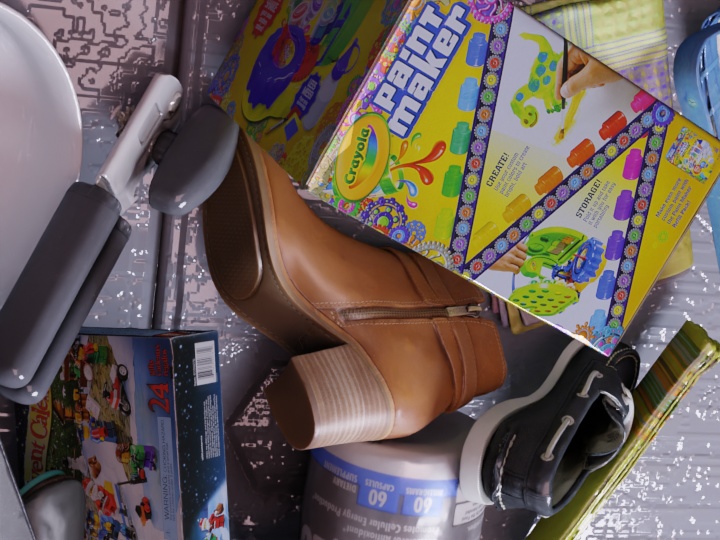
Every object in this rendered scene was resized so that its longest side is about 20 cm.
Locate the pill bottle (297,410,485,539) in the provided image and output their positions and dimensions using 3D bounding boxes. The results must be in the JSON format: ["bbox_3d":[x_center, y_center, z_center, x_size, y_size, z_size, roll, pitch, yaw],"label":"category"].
[{"bbox_3d":[0.013,0.189,0.909,0.112,0.114,0.203,4,104,-18],"label":"pill bottle"}]

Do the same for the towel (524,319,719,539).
[{"bbox_3d":[0.163,0.120,0.943,0.018,0.086,0.201,35,99,0],"label":"towel"}]

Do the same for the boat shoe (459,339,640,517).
[{"bbox_3d":[0.133,0.096,0.893,0.199,0.060,0.077,-34,129,-49],"label":"boat shoe"}]

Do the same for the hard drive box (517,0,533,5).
[{"bbox_3d":[0.011,-0.218,0.748,0.155,0.200,0.077,30,95,-21],"label":"hard drive box"}]

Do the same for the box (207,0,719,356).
[{"bbox_3d":[0.048,-0.079,0.768,0.191,0.200,0.123,28,98,-25],"label":"box"}]

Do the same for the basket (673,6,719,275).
[{"bbox_3d":[0.266,-0.082,0.885,0.199,0.138,0.178,-33,115,-39],"label":"basket"}]

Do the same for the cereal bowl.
[{"bbox_3d":[-0.246,-0.061,0.759,0.199,0.083,0.202,-26,133,-32],"label":"cereal bowl"}]

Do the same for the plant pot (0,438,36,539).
[{"bbox_3d":[-0.249,0.097,0.660,0.198,0.177,0.202,-32,135,-28],"label":"plant pot"}]

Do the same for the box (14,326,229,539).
[{"bbox_3d":[-0.133,0.133,0.817,0.037,0.135,0.203,-7,95,-51],"label":"box"}]

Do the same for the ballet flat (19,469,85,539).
[{"bbox_3d":[-0.195,0.197,0.802,0.201,0.069,0.068,-52,156,25],"label":"ballet flat"}]

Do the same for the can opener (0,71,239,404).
[{"bbox_3d":[-0.135,-0.020,0.790,0.066,0.053,0.201,24,70,16],"label":"can opener"}]

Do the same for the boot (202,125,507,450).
[{"bbox_3d":[0.000,0.000,0.869,0.154,0.077,0.202,-11,69,-37],"label":"boot"}]

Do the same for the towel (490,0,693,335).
[{"bbox_3d":[0.139,-0.070,0.924,0.142,0.023,0.203,-14,109,-12],"label":"towel"}]
